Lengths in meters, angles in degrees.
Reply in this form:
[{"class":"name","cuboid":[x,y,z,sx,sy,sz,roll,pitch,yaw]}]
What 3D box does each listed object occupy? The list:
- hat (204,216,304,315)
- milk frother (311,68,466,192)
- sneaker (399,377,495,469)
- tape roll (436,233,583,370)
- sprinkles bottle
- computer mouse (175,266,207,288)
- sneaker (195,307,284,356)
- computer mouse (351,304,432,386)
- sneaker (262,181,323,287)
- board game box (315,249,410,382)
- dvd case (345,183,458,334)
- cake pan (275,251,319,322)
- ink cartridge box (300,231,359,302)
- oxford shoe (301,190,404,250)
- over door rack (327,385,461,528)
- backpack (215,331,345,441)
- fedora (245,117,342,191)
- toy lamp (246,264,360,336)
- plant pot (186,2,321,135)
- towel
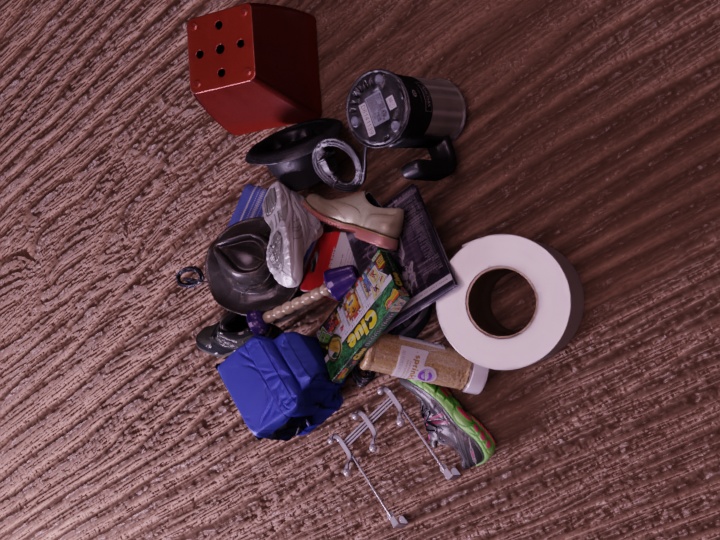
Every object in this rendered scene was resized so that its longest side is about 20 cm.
[{"class":"hat","cuboid":[-0.199,-0.018,1.272,0.200,0.081,0.201,-6,71,19]},{"class":"milk frother","cuboid":[0.044,-0.223,1.205,0.200,0.188,0.181,-1,96,35]},{"class":"sneaker","cuboid":[0.129,0.244,1.210,0.084,0.077,0.200,-48,70,11]},{"class":"tape roll","cuboid":[0.233,0.048,1.135,0.203,0.139,0.203,-1,87,25]},{"class":"sprinkles bottle","cuboid":[0.101,0.146,1.179,0.200,0.068,0.068,13,94,-8]},{"class":"computer mouse","cuboid":[-0.267,0.026,1.385,0.200,0.034,0.059,14,111,29]},{"class":"sneaker","cuboid":[-0.243,0.106,1.351,0.199,0.114,0.076,-1,53,37]},{"class":"computer mouse","cuboid":[0.051,0.095,1.261,0.200,0.053,0.139,-42,51,18]},{"class":"sneaker","cuboid":[-0.103,-0.059,1.232,0.078,0.099,0.200,-42,45,45]},{"class":"board game box","cuboid":[-0.001,0.073,1.152,0.200,0.023,0.105,-53,42,29]},{"class":"dvd case","cuboid":[0.060,-0.020,1.160,0.149,0.016,0.200,-35,54,24]},{"class":"cake pan","cuboid":[-0.156,-0.004,1.369,0.200,0.037,0.200,-1,88,24]},{"class":"ink cartridge box","cuboid":[0.000,0.000,1.257,0.200,0.067,0.116,7,79,40]},{"class":"oxford shoe","cuboid":[-0.009,-0.096,1.187,0.200,0.071,0.074,25,98,32]},{"class":"over door rack","cuboid":[0.050,0.317,1.248,0.148,0.067,0.200,-46,71,17]},{"class":"backpack","cuboid":[-0.111,0.196,1.254,0.168,0.200,0.163,-33,66,11]},{"class":"fedora","cuboid":[-0.106,-0.196,1.299,0.200,0.201,0.092,-10,115,24]},{"class":"toy lamp","cuboid":[-0.092,0.048,1.214,0.200,0.058,0.058,-27,77,13]},{"class":"plant pot","cuboid":[-0.204,-0.373,1.328,0.200,0.176,0.200,-6,85,25]},{"class":"towel","cuboid":[-0.160,-0.068,1.335,0.200,0.024,0.145,21,87,30]}]
